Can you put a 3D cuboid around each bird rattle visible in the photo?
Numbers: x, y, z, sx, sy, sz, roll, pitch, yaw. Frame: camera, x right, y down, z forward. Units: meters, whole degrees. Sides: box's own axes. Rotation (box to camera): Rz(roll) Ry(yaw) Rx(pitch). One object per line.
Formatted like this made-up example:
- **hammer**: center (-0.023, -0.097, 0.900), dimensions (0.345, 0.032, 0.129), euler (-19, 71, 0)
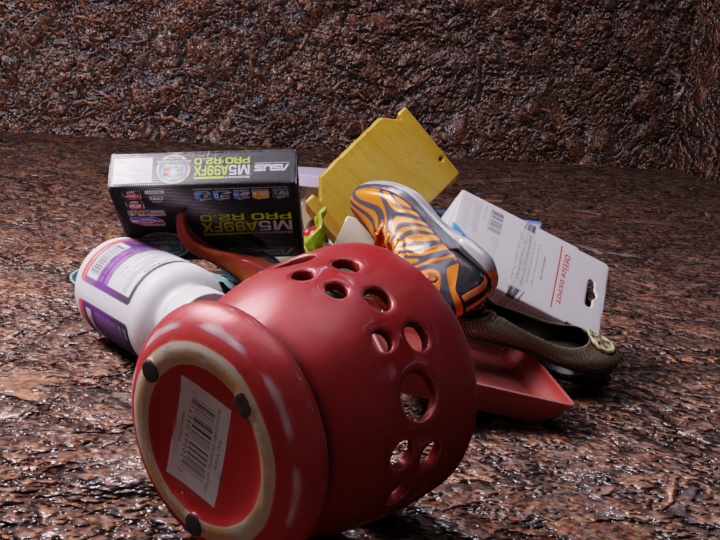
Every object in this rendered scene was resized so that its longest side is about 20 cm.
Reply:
- **bird rattle**: center (-0.109, -0.028, 1.518), dimensions (0.161, 0.114, 0.200), euler (-12, 11, -23)

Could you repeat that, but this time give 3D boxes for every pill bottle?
- **pill bottle**: center (-0.208, 0.039, 1.151), dimensions (0.110, 0.113, 0.199), euler (-4, 16, -38)

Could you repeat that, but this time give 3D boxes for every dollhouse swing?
- **dollhouse swing**: center (0.019, -0.117, 1.655), dimensions (0.182, 0.200, 0.176), euler (48, -7, -16)

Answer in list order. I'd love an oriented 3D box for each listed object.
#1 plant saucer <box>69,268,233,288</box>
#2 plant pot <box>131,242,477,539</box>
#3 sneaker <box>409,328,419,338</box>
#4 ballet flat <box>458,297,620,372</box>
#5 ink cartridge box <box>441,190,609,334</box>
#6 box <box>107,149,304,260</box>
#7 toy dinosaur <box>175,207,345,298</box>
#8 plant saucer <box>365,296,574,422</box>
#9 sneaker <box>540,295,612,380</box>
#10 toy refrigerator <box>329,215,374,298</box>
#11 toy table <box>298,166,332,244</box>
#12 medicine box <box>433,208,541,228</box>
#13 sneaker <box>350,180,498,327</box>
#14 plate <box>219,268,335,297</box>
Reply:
- **plant saucer**: center (-0.257, 0.029, 1.359), dimensions (0.197, 0.036, 0.200), euler (6, 11, -1)
- **plant pot**: center (-0.044, 0.096, 0.778), dimensions (0.199, 0.203, 0.182), euler (15, 22, 36)
- **sneaker**: center (0.067, 0.058, 1.320), dimensions (0.080, 0.078, 0.200), euler (-7, 8, 9)
- **ballet flat**: center (0.189, 0.065, 1.180), dimensions (0.198, 0.047, 0.067), euler (14, 19, -10)
- **ink cartridge box**: center (0.178, 0.008, 1.267), dimensions (0.198, 0.068, 0.117), euler (26, 51, -7)
- **box**: center (-0.163, -0.069, 1.213), dimensions (0.197, 0.045, 0.161), euler (-1, -29, -1)
- **toy dinosaur**: center (-0.090, 0.033, 1.174), dimensions (0.180, 0.106, 0.200), euler (12, -16, 40)
- **plant saucer**: center (0.095, 0.094, 1.136), dimensions (0.197, 0.037, 0.200), euler (14, 14, -14)
- **sneaker**: center (0.247, 0.064, 1.302), dimensions (0.069, 0.091, 0.200), euler (4, 12, -8)
- **toy refrigerator**: center (0.000, 0.000, 1.325), dimensions (0.069, 0.077, 0.200), euler (24, -7, 7)
- **toy table**: center (-0.066, -0.113, 1.916), dimensions (0.198, 0.119, 0.184), euler (2, 12, -21)
- **medicine box**: center (0.171, -0.020, 1.634), dimensions (0.180, 0.104, 0.200), euler (8, 11, 9)
- **sneaker**: center (0.039, -0.016, 1.153), dimensions (0.112, 0.078, 0.199), euler (-35, 53, -28)
- **plate**: center (-0.097, 0.025, 1.356), dimensions (0.198, 0.026, 0.200), euler (20, -6, 2)
